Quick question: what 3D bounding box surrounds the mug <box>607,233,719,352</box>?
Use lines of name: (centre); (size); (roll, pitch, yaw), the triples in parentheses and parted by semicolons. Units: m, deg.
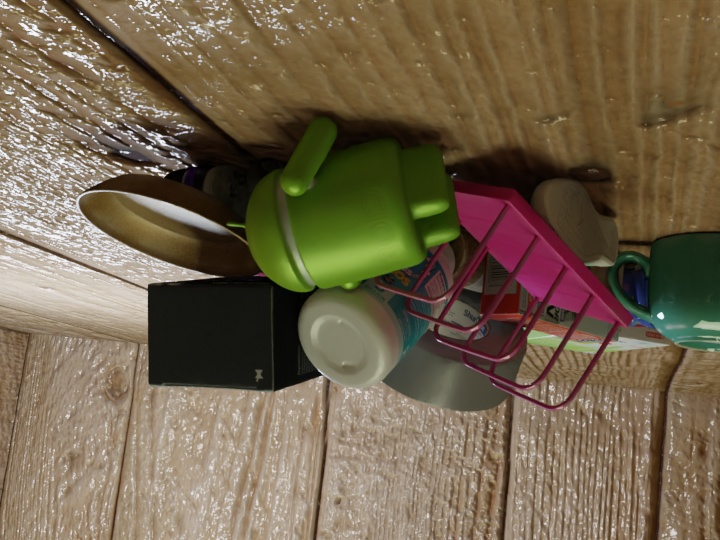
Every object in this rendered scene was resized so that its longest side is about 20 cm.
mug: (0.397, 0.032, 1.112); (0.151, 0.116, 0.184); (15, 167, -39)

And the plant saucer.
plant saucer: (-0.188, -0.049, 0.977); (0.198, 0.036, 0.201); (16, 162, 5)

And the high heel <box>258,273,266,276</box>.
high heel: (-0.079, -0.023, 1.224); (0.197, 0.068, 0.096); (-1, 179, 10)

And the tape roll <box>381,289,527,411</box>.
tape roll: (0.095, 0.081, 1.141); (0.198, 0.067, 0.201); (13, -155, -6)

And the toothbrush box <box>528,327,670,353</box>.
toothbrush box: (0.345, 0.069, 1.433); (0.144, 0.087, 0.200); (10, 168, -19)

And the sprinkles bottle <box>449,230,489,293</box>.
sprinkles bottle: (0.155, -0.004, 1.173); (0.068, 0.069, 0.199); (-2, 170, 39)

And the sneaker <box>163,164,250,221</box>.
sneaker: (-0.154, -0.066, 1.075); (0.098, 0.070, 0.200); (3, 161, 23)

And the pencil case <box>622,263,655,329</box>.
pencil case: (0.306, 0.032, 1.274); (0.198, 0.088, 0.078); (0, -156, 35)

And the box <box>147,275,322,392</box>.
box: (-0.116, 0.062, 1.039); (0.146, 0.109, 0.200); (0, -177, 21)

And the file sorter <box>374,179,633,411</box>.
file sorter: (0.132, 0.026, 0.924); (0.200, 0.126, 0.139); (41, 169, -29)

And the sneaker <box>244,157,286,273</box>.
sneaker: (-0.080, -0.040, 1.006); (0.115, 0.075, 0.199); (-39, 151, 17)

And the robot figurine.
robot figurine: (-0.014, -0.048, 0.859); (0.198, 0.117, 0.176); (-15, 146, 12)

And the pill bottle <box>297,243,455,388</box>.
pill bottle: (0.028, 0.028, 1.013); (0.110, 0.112, 0.200); (0, -154, 33)

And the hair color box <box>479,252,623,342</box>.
hair color box: (0.233, 0.017, 1.146); (0.199, 0.113, 0.063); (15, 167, -42)

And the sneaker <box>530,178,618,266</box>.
sneaker: (0.180, -0.040, 0.973); (0.117, 0.075, 0.200); (0, 168, 29)
